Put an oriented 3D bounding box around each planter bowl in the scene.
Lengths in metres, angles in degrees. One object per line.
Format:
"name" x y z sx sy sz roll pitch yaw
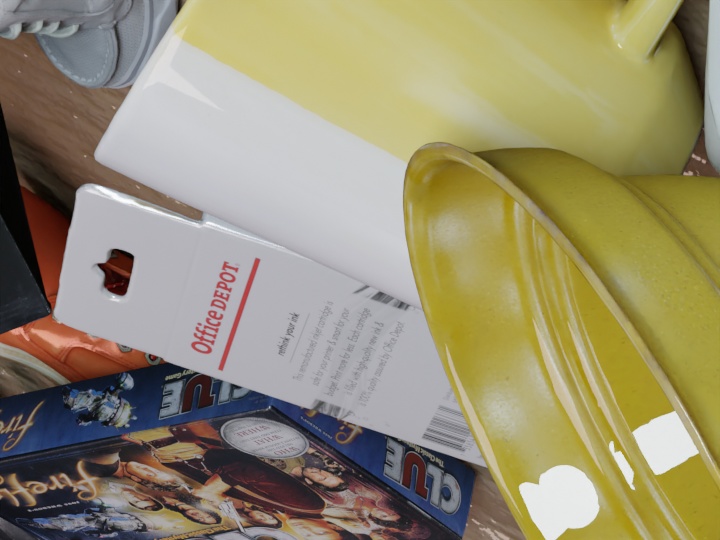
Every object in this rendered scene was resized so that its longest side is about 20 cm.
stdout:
"planter bowl" 0.096 0.038 0.695 0.200 0.083 0.200 57 165 23

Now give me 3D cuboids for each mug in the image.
"mug" 0.024 -0.060 0.780 0.153 0.150 0.187 33 165 -5

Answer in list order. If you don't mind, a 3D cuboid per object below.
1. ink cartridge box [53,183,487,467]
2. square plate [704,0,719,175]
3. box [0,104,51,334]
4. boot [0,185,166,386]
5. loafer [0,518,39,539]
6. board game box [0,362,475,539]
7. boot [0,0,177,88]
"ink cartridge box" 0.000 0.000 0.915 0.200 0.067 0.116 19 152 -3
"square plate" 0.141 -0.050 0.639 0.198 0.028 0.200 47 152 42
"box" -0.179 -0.103 0.946 0.200 0.047 0.193 -111 -3 -48
"boot" -0.111 0.015 1.143 0.200 0.075 0.107 40 151 -21
"loafer" -0.135 0.132 1.351 0.201 0.068 0.070 43 145 -20
"board game box" -0.070 0.088 1.126 0.200 0.035 0.135 -13 145 37
"boot" -0.122 -0.111 0.928 0.074 0.096 0.200 29 151 18
